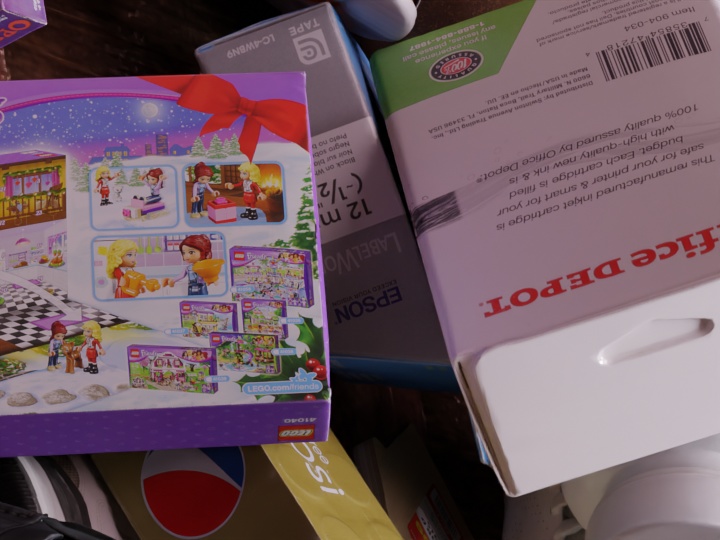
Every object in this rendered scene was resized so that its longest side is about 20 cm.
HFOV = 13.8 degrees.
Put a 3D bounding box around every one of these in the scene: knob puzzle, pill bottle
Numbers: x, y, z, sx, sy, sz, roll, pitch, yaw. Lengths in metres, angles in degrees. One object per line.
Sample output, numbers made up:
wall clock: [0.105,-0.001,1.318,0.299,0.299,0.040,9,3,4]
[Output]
knob puzzle: [0.039,0.163,1.248,0.220,0.030,0.220,60,10,-17]
pill bottle: [0.140,0.053,1.225,0.113,0.113,0.200,43,37,-29]

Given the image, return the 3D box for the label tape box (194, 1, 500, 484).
label tape box: [0.000,0.000,1.261,0.143,0.066,0.200,45,28,-80]

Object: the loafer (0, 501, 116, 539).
loafer: [-0.119,0.107,1.006,0.200,0.070,0.068,20,62,2]

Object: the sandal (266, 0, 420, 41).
sandal: [-0.016,-0.144,1.286,0.079,0.059,0.207,34,-3,-14]

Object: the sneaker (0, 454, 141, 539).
sneaker: [-0.079,0.154,1.098,0.115,0.076,0.201,2,65,-51]

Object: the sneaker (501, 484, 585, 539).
sneaker: [0.092,0.103,1.279,0.200,0.075,0.089,-97,-171,-59]

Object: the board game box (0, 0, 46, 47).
board game box: [-0.183,-0.161,1.120,0.032,0.120,0.200,13,60,-49]

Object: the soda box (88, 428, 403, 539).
soda box: [-0.060,0.058,1.117,0.068,0.064,0.200,16,36,-58]

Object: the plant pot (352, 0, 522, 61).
plant pot: [0.081,-0.101,1.388,0.200,0.200,0.198,-3,80,-54]

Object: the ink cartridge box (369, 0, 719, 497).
ink cartridge box: [0.096,-0.022,1.174,0.200,0.145,0.084,-103,174,-49]

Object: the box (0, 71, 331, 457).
box: [-0.114,-0.002,1.070,0.039,0.200,0.137,97,-10,-62]
